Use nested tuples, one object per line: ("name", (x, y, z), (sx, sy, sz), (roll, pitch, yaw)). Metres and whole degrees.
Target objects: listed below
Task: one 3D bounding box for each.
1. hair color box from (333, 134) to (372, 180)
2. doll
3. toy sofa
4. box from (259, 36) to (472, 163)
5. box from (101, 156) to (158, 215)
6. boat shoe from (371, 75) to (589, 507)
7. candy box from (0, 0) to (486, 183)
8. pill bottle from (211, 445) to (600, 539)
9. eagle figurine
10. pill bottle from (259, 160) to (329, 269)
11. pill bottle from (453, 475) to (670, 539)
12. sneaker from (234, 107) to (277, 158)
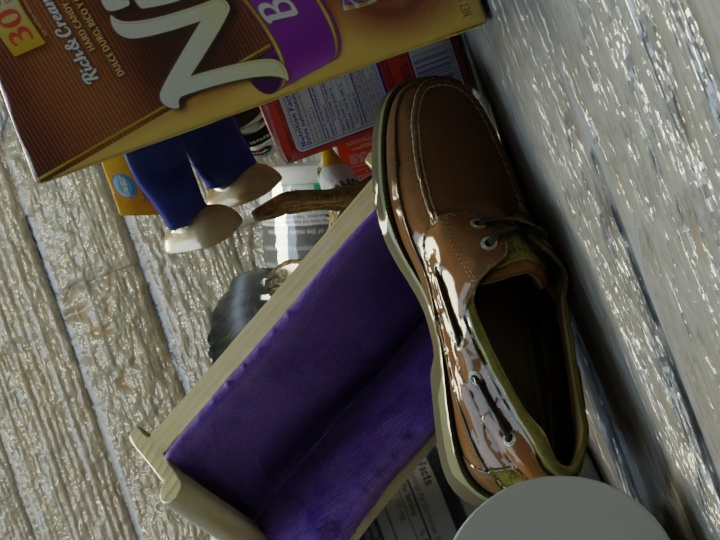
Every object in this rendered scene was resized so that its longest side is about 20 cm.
("hair color box", (-0.003, -0.120, 1.012), (0.200, 0.061, 0.102), (79, 172, -65))
("doll", (-0.105, -0.113, 0.757), (0.137, 0.048, 0.200), (-51, -58, -47))
("toy sofa", (-0.009, 0.049, 0.792), (0.083, 0.200, 0.098), (42, 179, -37))
("box", (-0.028, -0.166, 0.790), (0.095, 0.099, 0.201), (-121, 11, -74))
("box", (-0.131, -0.148, 0.970), (0.119, 0.041, 0.201), (84, -178, -62))
("boat shoe", (0.061, 0.001, 0.717), (0.068, 0.072, 0.201), (-33, 69, 60))
("candy box", (-0.061, -0.125, 0.680), (0.056, 0.199, 0.117), (-123, 12, -78))
("pill bottle", (0.033, 0.158, 0.864), (0.120, 0.199, 0.120), (160, 90, -87))
("eagle figurine", (0.000, -0.007, 0.963), (0.200, 0.151, 0.151), (115, 168, -59))
("pill bottle", (-0.010, 0.022, 1.163), (0.113, 0.113, 0.201), (-137, 43, -84))
("pill bottle", (0.091, 0.172, 0.710), (0.200, 0.116, 0.117), (75, 174, -57))
("sneaker", (-0.066, -0.107, 1.018), (0.200, 0.074, 0.089), (-86, -19, -68))
